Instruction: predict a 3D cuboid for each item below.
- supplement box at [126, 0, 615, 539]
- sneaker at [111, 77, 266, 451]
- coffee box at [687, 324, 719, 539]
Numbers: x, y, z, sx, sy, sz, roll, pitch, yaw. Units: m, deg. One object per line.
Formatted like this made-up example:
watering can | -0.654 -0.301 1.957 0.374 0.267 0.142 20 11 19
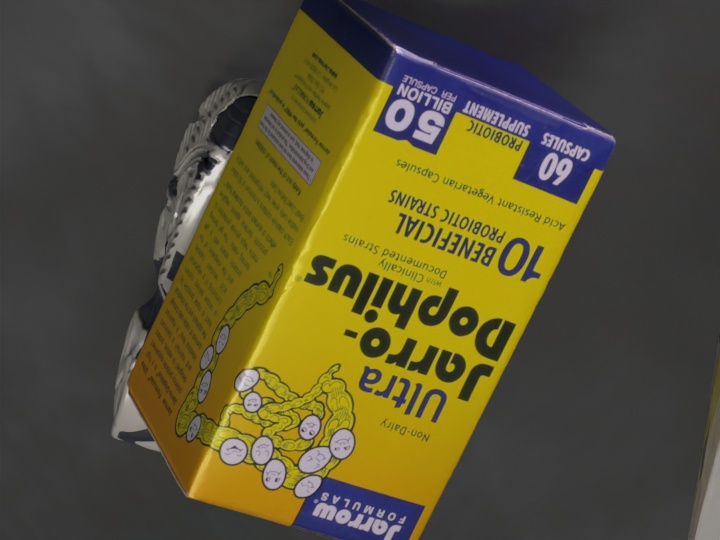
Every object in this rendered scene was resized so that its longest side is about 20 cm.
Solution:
supplement box | 0.000 0.000 0.934 0.109 0.110 0.200 19 104 -25
sneaker | -0.032 0.009 1.035 0.130 0.080 0.199 13 117 -12
coffee box | 0.244 0.019 0.869 0.200 0.198 0.200 11 147 7
